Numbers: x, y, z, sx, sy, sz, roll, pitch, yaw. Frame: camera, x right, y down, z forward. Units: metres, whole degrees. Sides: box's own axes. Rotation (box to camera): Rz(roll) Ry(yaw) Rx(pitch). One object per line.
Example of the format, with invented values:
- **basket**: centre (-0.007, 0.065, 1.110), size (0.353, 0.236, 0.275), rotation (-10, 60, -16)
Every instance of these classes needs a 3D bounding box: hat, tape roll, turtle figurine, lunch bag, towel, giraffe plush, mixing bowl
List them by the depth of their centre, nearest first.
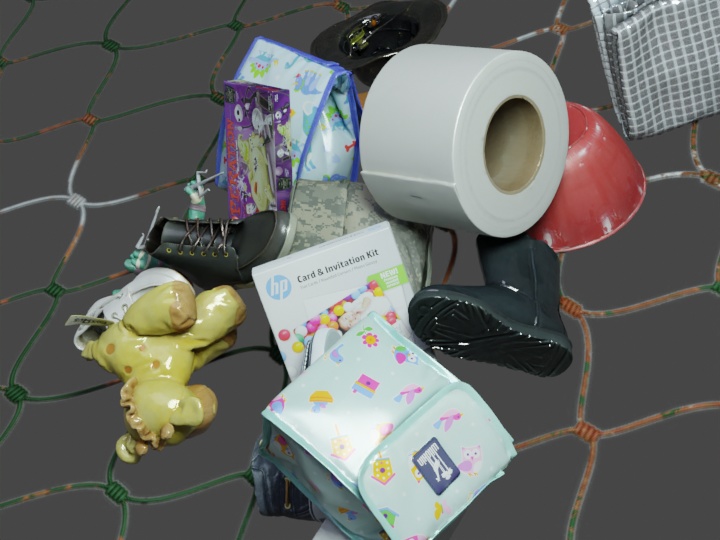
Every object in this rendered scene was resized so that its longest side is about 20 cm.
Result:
- **lunch bag**: centre (0.027, 0.166, 1.453), size (0.200, 0.122, 0.170), rotation (39, 61, 21)
- **tape roll**: centre (0.116, -0.144, 1.665), size (0.139, 0.203, 0.203), rotation (12, 50, 42)
- **giraffe plush**: centre (-0.215, 0.121, 1.688), size (0.199, 0.173, 0.163), rotation (-6, 61, -26)
- **lunch bag**: centre (0.000, 0.000, 1.728), size (0.167, 0.140, 0.200), rotation (1, 44, 5)
- **mixing bowl**: centre (0.229, -0.127, 1.793), size (0.200, 0.109, 0.200), rotation (-11, 43, 11)
- **towel**: centre (0.372, -0.259, 1.805), size (0.165, 0.200, 0.086), rotation (-18, 43, 5)
- **turtle figurine**: centre (-0.221, -0.026, 1.833), size (0.200, 0.101, 0.150), rotation (-40, 8, 39)
- **lunch bag**: centre (-0.084, -0.176, 1.895), size (0.127, 0.201, 0.170), rotation (-15, 30, -41)
- **hat**: centre (0.034, -0.295, 2.072), size (0.200, 0.081, 0.201), rotation (-16, 30, 10)

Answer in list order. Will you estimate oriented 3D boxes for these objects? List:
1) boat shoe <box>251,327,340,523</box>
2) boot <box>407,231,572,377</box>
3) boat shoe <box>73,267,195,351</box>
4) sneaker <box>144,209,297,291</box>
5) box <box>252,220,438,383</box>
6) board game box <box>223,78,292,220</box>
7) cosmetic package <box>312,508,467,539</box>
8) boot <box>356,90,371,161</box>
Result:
- **boat shoe**: centre (-0.066, 0.160, 1.578), size (0.091, 0.071, 0.201), rotation (-2, 83, 23)
- **boot**: centre (0.136, 0.019, 1.647), size (0.200, 0.076, 0.168), rotation (18, 40, -20)
- **boat shoe**: centre (-0.268, 0.057, 1.783), size (0.200, 0.071, 0.069), rotation (-27, 18, 46)
- **sneaker**: centre (-0.159, -0.030, 1.695), size (0.200, 0.106, 0.075), rotation (-26, 45, 49)
- **box**: centre (-0.009, 0.067, 1.621), size (0.156, 0.200, 0.041), rotation (-19, 12, 1)
- **board game box**: centre (-0.122, -0.123, 1.823), size (0.032, 0.201, 0.120), rotation (-10, 17, -28)
- **cosmetic package**: centre (0.014, 0.274, 1.485), size (0.101, 0.074, 0.200), rotation (14, 50, 32)
- **boot**: centre (0.023, -0.219, 2.001), size (0.155, 0.074, 0.200), rotation (-40, 58, -17)
